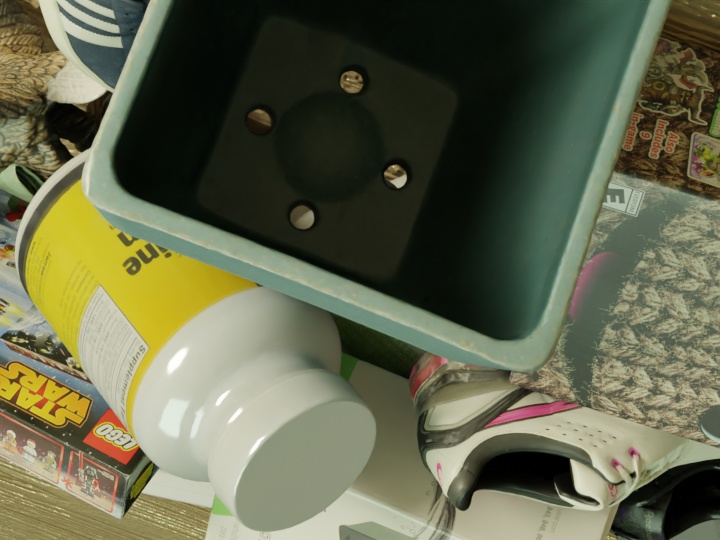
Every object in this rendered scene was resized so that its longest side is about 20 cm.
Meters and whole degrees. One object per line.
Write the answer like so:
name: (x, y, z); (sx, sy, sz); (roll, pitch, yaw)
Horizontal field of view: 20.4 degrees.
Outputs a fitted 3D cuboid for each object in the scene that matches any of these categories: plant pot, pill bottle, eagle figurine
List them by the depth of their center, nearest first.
plant pot: (0.000, -0.071, 0.878); (0.195, 0.197, 0.200); (21, 170, -5)
pill bottle: (-0.079, 0.031, 0.982); (0.200, 0.112, 0.112); (47, 175, 36)
eagle figurine: (-0.217, -0.082, 1.044); (0.199, 0.152, 0.152); (21, 168, -23)

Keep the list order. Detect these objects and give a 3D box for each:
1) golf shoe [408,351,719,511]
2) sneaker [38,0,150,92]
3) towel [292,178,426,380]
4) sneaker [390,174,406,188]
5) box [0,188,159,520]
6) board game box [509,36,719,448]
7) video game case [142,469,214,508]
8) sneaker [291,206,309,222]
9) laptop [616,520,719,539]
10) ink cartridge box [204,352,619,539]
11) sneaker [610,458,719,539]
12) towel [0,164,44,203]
golf shoe: (0.125, 0.087, 1.004); (0.199, 0.092, 0.073); (0, 139, -11)
sneaker: (-0.103, -0.134, 0.925); (0.084, 0.075, 0.200); (28, 164, 30)
towel: (-0.004, 0.039, 1.095); (0.149, 0.031, 0.200); (45, 135, -10)
sneaker: (0.000, 0.000, 1.125); (0.199, 0.071, 0.073); (-23, 114, 39)
box: (-0.177, 0.034, 1.074); (0.199, 0.137, 0.040); (27, 135, 10)
board game box: (0.188, 0.000, 0.936); (0.199, 0.097, 0.160); (16, 137, 5)
video game case: (-0.042, 0.132, 1.403); (0.199, 0.024, 0.182); (9, -164, 21)
sneaker: (-0.121, -0.048, 1.153); (0.199, 0.081, 0.088); (-8, 138, 38)
laptop: (0.154, 0.114, 1.249); (0.115, 0.201, 0.187); (-10, 169, -26)
ink cartridge box: (0.025, 0.138, 1.080); (0.199, 0.084, 0.146); (23, 140, 6)
sneaker: (0.136, 0.108, 1.101); (0.199, 0.088, 0.076); (-8, 129, 4)
towel: (-0.259, -0.024, 1.363); (0.199, 0.023, 0.153); (0, 150, 36)
